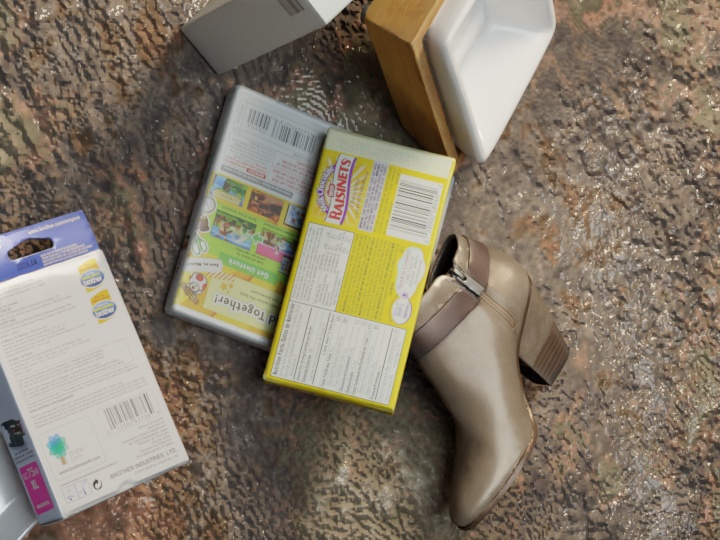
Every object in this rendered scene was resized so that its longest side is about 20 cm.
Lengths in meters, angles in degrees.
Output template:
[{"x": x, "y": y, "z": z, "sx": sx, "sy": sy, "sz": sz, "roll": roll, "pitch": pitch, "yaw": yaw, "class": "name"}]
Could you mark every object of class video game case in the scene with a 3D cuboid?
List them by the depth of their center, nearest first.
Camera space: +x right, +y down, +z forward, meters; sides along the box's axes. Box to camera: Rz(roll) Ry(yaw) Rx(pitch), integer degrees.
[{"x": -0.036, "y": -0.022, "z": 1.698, "sx": 0.199, "sy": 0.023, "sz": 0.183, "roll": 22, "pitch": 76, "yaw": -24, "class": "video game case"}]

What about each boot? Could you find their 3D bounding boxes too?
[{"x": 0.077, "y": 0.078, "z": 1.711, "sx": 0.146, "sy": 0.070, "sz": 0.201, "roll": 40, "pitch": 62, "yaw": -24, "class": "boot"}]

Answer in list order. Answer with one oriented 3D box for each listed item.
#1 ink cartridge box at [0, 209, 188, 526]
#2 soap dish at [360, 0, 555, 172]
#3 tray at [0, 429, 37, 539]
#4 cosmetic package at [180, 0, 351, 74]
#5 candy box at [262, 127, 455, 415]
[{"x": -0.211, "y": 0.066, "z": 1.569, "sx": 0.119, "sy": 0.042, "sz": 0.201, "roll": -21, "pitch": 89, "yaw": -42, "class": "ink cartridge box"}, {"x": 0.077, "y": -0.188, "z": 1.687, "sx": 0.081, "sy": 0.200, "sz": 0.158, "roll": 22, "pitch": 71, "yaw": 21, "class": "soap dish"}, {"x": -0.297, "y": 0.174, "z": 1.539, "sx": 0.107, "sy": 0.022, "sz": 0.200, "roll": 48, "pitch": 67, "yaw": -14, "class": "tray"}, {"x": -0.031, "y": -0.223, "z": 1.620, "sx": 0.052, "sy": 0.200, "sz": 0.151, "roll": 49, "pitch": 68, "yaw": -14, "class": "cosmetic package"}, {"x": 0.000, "y": 0.000, "z": 1.666, "sx": 0.102, "sy": 0.026, "sz": 0.201, "roll": 14, "pitch": 78, "yaw": 4, "class": "candy box"}]
